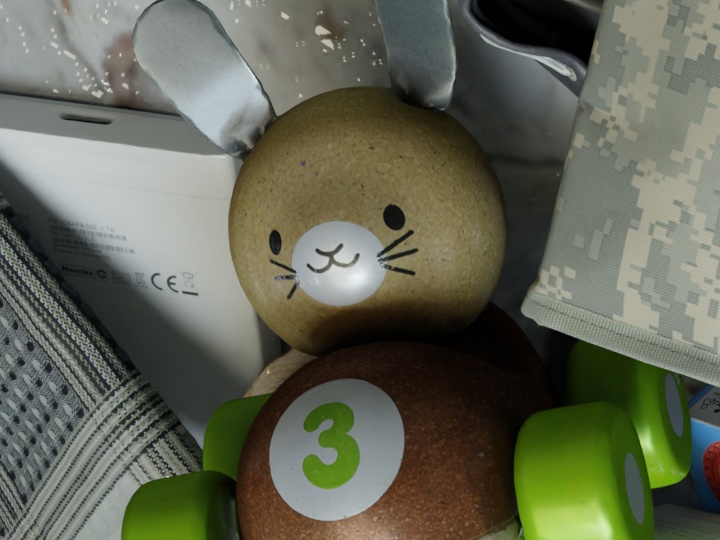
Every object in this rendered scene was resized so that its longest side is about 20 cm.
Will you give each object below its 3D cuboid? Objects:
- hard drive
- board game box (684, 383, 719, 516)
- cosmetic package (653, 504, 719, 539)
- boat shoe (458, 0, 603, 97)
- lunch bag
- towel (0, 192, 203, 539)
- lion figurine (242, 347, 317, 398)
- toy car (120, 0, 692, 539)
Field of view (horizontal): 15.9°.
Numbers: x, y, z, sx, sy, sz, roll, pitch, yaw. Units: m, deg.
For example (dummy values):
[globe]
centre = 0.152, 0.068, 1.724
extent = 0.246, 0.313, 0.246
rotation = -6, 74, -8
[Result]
[hard drive]
centre = -0.094, 0.026, 1.017
extent = 0.131, 0.027, 0.201
rotation = 8, 127, 21
[board game box]
centre = 0.217, 0.135, 0.876
extent = 0.199, 0.056, 0.197
rotation = 16, 134, 46
[cosmetic package]
centre = 0.045, 0.158, 0.862
extent = 0.081, 0.199, 0.114
rotation = 180, 75, -69
[boat shoe]
centre = 0.109, -0.044, 0.837
extent = 0.200, 0.063, 0.073
rotation = 42, 132, -8
[lunch bag]
centre = 0.167, -0.038, 0.705
extent = 0.199, 0.117, 0.165
rotation = 21, 106, 28
[towel]
centre = -0.153, 0.059, 1.015
extent = 0.193, 0.034, 0.200
rotation = 51, 141, 7
[lion figurine]
centre = 0.005, 0.123, 0.990
extent = 0.122, 0.073, 0.200
rotation = -33, 108, 7
[toy car]
centre = 0.000, 0.000, 0.830
extent = 0.163, 0.158, 0.201
rotation = -11, 102, 19
